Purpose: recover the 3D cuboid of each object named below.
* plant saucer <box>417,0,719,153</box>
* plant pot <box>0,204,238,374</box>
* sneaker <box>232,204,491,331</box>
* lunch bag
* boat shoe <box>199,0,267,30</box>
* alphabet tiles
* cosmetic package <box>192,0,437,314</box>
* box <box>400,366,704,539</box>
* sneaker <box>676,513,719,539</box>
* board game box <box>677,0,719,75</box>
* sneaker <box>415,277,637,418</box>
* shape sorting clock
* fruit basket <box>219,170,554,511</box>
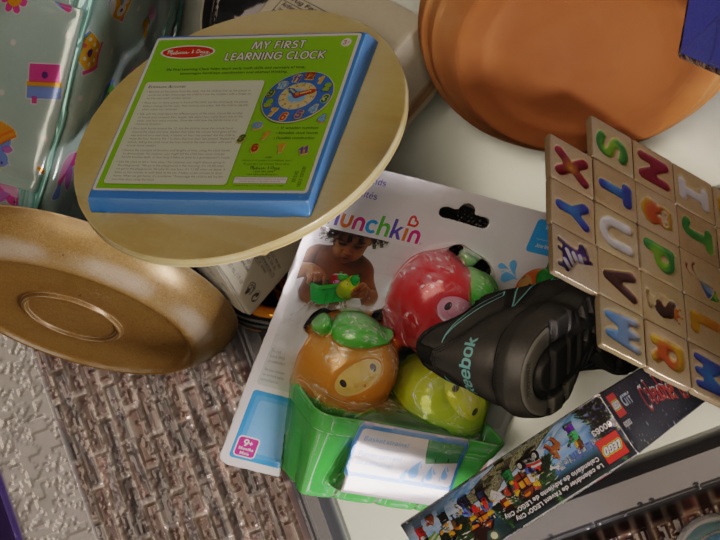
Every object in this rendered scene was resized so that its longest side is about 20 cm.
[{"bbox_3d":[0.133,-0.138,0.981,0.199,0.200,0.038,-11,47,11],"label":"plant saucer"},{"bbox_3d":[-0.174,0.020,1.028,0.199,0.200,0.028,10,65,12],"label":"plant pot"},{"bbox_3d":[0.000,0.000,1.054,0.199,0.077,0.079,-15,84,9],"label":"sneaker"},{"bbox_3d":[-0.178,-0.115,1.055,0.077,0.160,0.201,19,98,16],"label":"lunch bag"},{"bbox_3d":[-0.049,-0.223,1.079,0.074,0.062,0.200,30,95,9],"label":"boat shoe"},{"bbox_3d":[0.184,0.001,0.964,0.006,0.200,0.167,-39,35,41],"label":"alphabet tiles"},{"bbox_3d":[-0.050,-0.084,1.026,0.105,0.071,0.200,33,74,29],"label":"cosmetic package"},{"bbox_3d":[0.120,0.103,0.948,0.136,0.200,0.038,-36,81,24],"label":"box"},{"bbox_3d":[0.278,0.198,0.963,0.199,0.131,0.080,11,90,11],"label":"sneaker"},{"bbox_3d":[0.288,-0.175,0.880,0.199,0.097,0.160,0,110,-22],"label":"board game box"},{"bbox_3d":[0.108,0.028,0.962,0.079,0.200,0.076,8,104,32],"label":"sneaker"},{"bbox_3d":[-0.068,-0.078,0.954,0.199,0.039,0.201,-11,50,14],"label":"shape sorting clock"},{"bbox_3d":[0.032,0.047,0.998,0.185,0.094,0.201,13,113,-28],"label":"fruit basket"}]
